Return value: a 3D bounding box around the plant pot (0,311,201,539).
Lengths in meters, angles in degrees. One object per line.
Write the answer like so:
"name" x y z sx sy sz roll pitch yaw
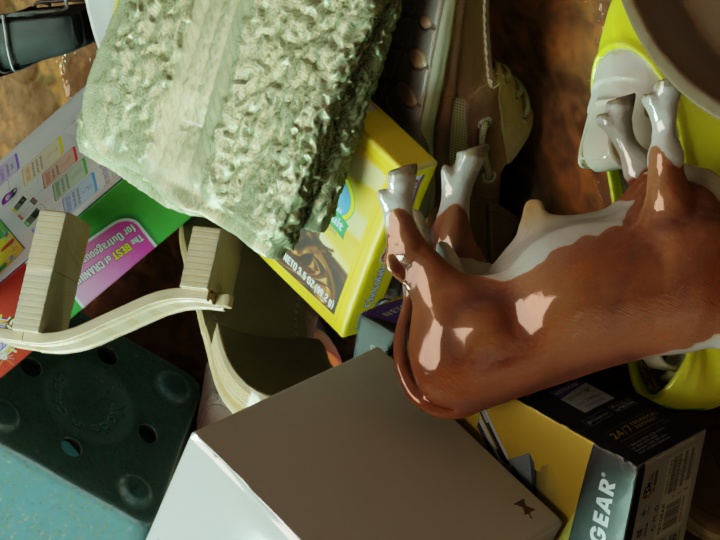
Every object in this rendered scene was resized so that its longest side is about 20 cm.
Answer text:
"plant pot" -0.191 0.125 1.502 0.196 0.196 0.200 32 131 -13

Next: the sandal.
"sandal" -0.057 0.031 1.358 0.212 0.078 0.070 -101 25 -58

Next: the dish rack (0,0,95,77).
"dish rack" -0.174 -0.210 1.463 0.153 0.055 0.200 -76 -22 -81

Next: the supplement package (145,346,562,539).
"supplement package" -0.024 0.155 1.180 0.120 0.121 0.200 44 131 22

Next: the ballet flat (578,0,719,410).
"ballet flat" 0.128 -0.035 1.184 0.067 0.067 0.200 -1 100 55

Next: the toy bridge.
"toy bridge" -0.149 0.005 1.327 0.200 0.027 0.067 6 77 27

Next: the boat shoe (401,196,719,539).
"boat shoe" 0.093 0.057 1.239 0.200 0.072 0.072 43 134 14

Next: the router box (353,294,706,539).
"router box" 0.060 0.128 1.214 0.157 0.052 0.200 28 124 34

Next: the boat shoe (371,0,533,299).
"boat shoe" 0.041 -0.077 1.281 0.076 0.072 0.200 -125 34 -46

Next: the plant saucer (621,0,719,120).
"plant saucer" 0.186 -0.148 1.062 0.200 0.029 0.200 -2 86 38

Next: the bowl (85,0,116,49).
"bowl" -0.049 -0.153 1.353 0.201 0.090 0.201 22 119 46

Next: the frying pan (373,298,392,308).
"frying pan" 0.010 0.069 1.322 0.115 0.031 0.190 -3 137 32

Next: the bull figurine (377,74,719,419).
"bull figurine" 0.104 -0.007 1.128 0.065 0.200 0.121 -179 70 -89

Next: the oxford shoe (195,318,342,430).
"oxford shoe" -0.058 0.091 1.479 0.073 0.071 0.200 -110 34 -45

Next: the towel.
"towel" -0.049 -0.119 1.232 0.148 0.036 0.200 26 100 31

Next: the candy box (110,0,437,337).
"candy box" -0.049 -0.069 1.285 0.200 0.026 0.102 44 130 28

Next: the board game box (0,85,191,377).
"board game box" -0.182 -0.009 1.432 0.040 0.200 0.153 46 -170 -25
